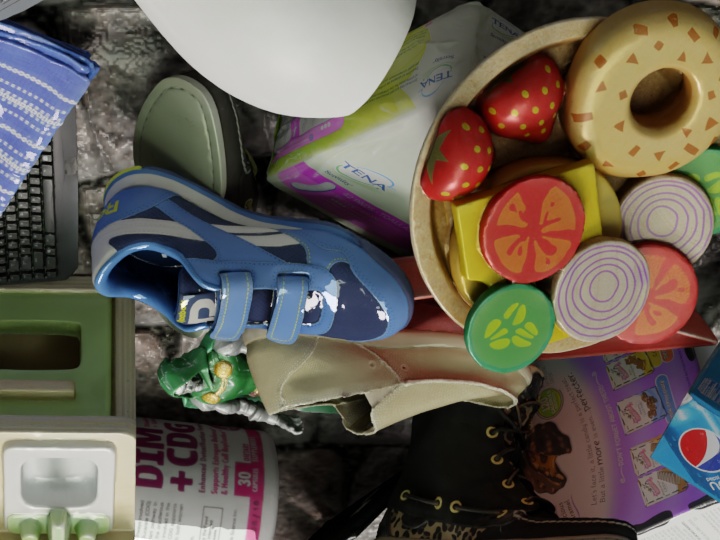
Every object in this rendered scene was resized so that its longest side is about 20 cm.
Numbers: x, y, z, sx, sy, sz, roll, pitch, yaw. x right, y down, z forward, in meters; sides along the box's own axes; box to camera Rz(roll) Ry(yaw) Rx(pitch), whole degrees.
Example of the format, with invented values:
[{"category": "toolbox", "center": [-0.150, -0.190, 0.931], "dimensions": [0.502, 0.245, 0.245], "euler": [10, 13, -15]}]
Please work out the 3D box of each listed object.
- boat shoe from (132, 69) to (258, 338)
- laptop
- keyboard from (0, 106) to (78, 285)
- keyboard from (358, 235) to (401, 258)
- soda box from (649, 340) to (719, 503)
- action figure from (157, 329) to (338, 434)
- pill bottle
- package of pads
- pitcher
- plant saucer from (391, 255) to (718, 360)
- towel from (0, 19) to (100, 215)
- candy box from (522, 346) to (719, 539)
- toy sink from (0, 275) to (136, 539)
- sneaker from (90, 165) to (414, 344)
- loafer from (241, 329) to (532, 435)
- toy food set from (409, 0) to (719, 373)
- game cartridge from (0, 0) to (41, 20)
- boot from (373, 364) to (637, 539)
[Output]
[{"category": "boat shoe", "center": [-0.097, -0.049, 1.207], "dimensions": [0.071, 0.060, 0.202], "euler": [33, 139, 24]}, {"category": "laptop", "center": [-0.014, 0.245, 1.417], "dimensions": [0.200, 0.177, 0.104], "euler": [-37, 89, 27]}, {"category": "keyboard", "center": [-0.239, -0.063, 1.204], "dimensions": [0.126, 0.021, 0.201], "euler": [-1, 134, -7]}, {"category": "keyboard", "center": [0.000, 0.000, 1.259], "dimensions": [0.198, 0.011, 0.057], "euler": [-4, 136, -30]}, {"category": "soda box", "center": [0.264, 0.062, 1.266], "dimensions": [0.064, 0.200, 0.068], "euler": [33, 134, 12]}, {"category": "action figure", "center": [-0.048, 0.066, 1.292], "dimensions": [0.199, 0.055, 0.119], "euler": [-2, 128, -35]}, {"category": "pill bottle", "center": [-0.165, 0.160, 1.371], "dimensions": [0.198, 0.114, 0.114], "euler": [7, 134, -14]}, {"category": "package of pads", "center": [0.054, -0.075, 1.147], "dimensions": [0.154, 0.069, 0.199], "euler": [29, 150, -30]}, {"category": "pitcher", "center": [-0.059, -0.187, 1.044], "dimensions": [0.199, 0.122, 0.172], "euler": [29, 113, -17]}, {"category": "plant saucer", "center": [0.092, 0.021, 1.227], "dimensions": [0.199, 0.037, 0.199], "euler": [15, 164, -41]}, {"category": "towel", "center": [-0.261, -0.081, 1.152], "dimensions": [0.144, 0.024, 0.200], "euler": [21, 128, -26]}, {"category": "candy box", "center": [0.164, 0.134, 1.344], "dimensions": [0.199, 0.169, 0.072], "euler": [-27, 139, 20]}, {"category": "toy sink", "center": [-0.209, 0.107, 1.250], "dimensions": [0.129, 0.201, 0.113], "euler": [1, 135, -7]}, {"category": "sneaker", "center": [-0.067, 0.008, 1.138], "dimensions": [0.198, 0.083, 0.074], "euler": [16, 132, 3]}, {"category": "loafer", "center": [0.016, 0.072, 1.243], "dimensions": [0.198, 0.069, 0.076], "euler": [8, 168, -19]}, {"category": "toy food set", "center": [0.121, -0.041, 1.054], "dimensions": [0.198, 0.049, 0.200], "euler": [-19, 118, -15]}, {"category": "game cartridge", "center": [-0.132, -0.227, 0.974], "dimensions": [0.199, 0.134, 0.041], "euler": [-25, 161, 17]}, {"category": "boot", "center": [0.100, 0.134, 1.293], "dimensions": [0.199, 0.152, 0.073], "euler": [-10, 148, 38]}]
